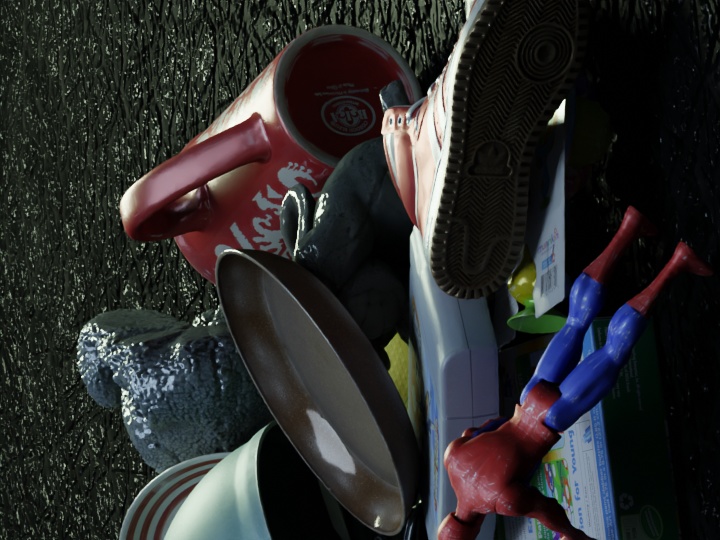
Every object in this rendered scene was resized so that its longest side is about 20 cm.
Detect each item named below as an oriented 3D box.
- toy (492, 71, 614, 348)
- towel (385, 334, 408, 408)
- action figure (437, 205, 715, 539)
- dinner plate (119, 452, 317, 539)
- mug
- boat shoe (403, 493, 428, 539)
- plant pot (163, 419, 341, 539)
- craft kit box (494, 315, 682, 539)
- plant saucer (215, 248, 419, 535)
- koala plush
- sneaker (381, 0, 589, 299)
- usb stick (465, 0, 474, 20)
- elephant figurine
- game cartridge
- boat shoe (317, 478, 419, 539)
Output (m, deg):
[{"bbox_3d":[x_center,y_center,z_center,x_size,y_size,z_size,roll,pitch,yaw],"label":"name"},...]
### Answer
[{"bbox_3d":[0.111,-0.061,1.478,0.115,0.047,0.201,136,143,-66],"label":"toy"},{"bbox_3d":[0.016,0.079,1.828,0.200,0.023,0.144,111,148,-51],"label":"towel"},{"bbox_3d":[0.115,0.073,1.400,0.065,0.099,0.200,39,91,36],"label":"action figure"},{"bbox_3d":[-0.073,0.209,1.882,0.024,0.199,0.201,-68,-11,-58],"label":"dinner plate"},{"bbox_3d":[-0.054,-0.064,1.802,0.133,0.178,0.200,46,150,-1],"label":"mug"},{"bbox_3d":[0.058,0.226,1.648,0.062,0.074,0.202,17,-110,-76],"label":"boat shoe"},{"bbox_3d":[-0.062,0.218,1.754,0.134,0.200,0.201,-30,55,20],"label":"plant pot"},{"bbox_3d":[0.121,0.138,1.513,0.197,0.048,0.201,158,107,-67],"label":"craft kit box"},{"bbox_3d":[-0.021,0.068,1.610,0.200,0.032,0.201,50,161,24],"label":"plant saucer"},{"bbox_3d":[-0.104,0.130,1.933,0.184,0.176,0.201,-135,36,-76],"label":"koala plush"},{"bbox_3d":[0.064,-0.098,1.443,0.113,0.071,0.201,-116,37,-60],"label":"sneaker"},{"bbox_3d":[0.079,-0.128,1.583,0.055,0.032,0.202,-58,-34,-85],"label":"usb stick"},{"bbox_3d":[0.000,0.000,1.697,0.141,0.155,0.200,44,163,-3],"label":"elephant figurine"},{"bbox_3d":[0.053,0.081,1.542,0.134,0.041,0.201,-95,4,-46],"label":"game cartridge"},{"bbox_3d":[0.038,0.191,1.720,0.066,0.074,0.200,-35,65,33],"label":"boat shoe"}]
